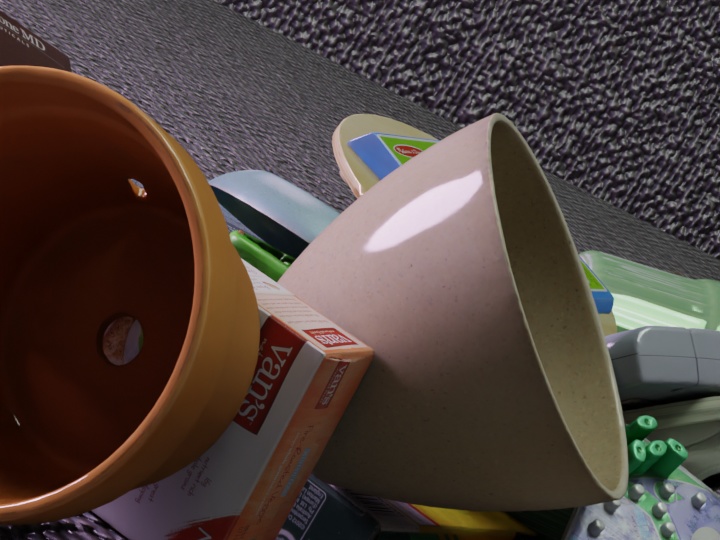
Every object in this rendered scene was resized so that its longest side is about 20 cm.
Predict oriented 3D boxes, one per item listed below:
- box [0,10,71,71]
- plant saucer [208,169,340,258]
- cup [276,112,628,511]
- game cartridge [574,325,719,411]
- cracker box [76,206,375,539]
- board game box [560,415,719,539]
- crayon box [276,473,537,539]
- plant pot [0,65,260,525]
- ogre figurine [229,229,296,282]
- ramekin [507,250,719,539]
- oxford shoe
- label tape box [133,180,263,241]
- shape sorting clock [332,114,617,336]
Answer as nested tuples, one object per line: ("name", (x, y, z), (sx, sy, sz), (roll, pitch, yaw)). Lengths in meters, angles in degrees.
("box", (-0.207, -0.063, 1.699), (0.100, 0.075, 0.200), (33, 24, -38))
("plant saucer", (0.000, 0.000, 1.698), (0.200, 0.027, 0.200), (36, -5, 4))
("cup", (0.034, 0.037, 1.498), (0.200, 0.143, 0.201), (-17, 90, -77))
("game cartridge", (0.163, 0.066, 1.670), (0.200, 0.133, 0.042), (12, 62, -55))
("cracker box", (-0.108, 0.044, 1.450), (0.200, 0.134, 0.058), (33, 14, 23))
("board game box", (0.185, 0.191, 1.513), (0.200, 0.026, 0.200), (38, 42, -7))
("crayon box", (0.000, 0.126, 1.615), (0.127, 0.051, 0.200), (35, 11, 27))
("plant pot", (-0.132, 0.021, 1.344), (0.200, 0.200, 0.140), (34, 3, 24))
("ogre figurine", (-0.094, 0.033, 1.607), (0.098, 0.120, 0.200), (37, 12, 28))
("ramekin", (0.151, 0.085, 1.880), (0.098, 0.200, 0.200), (21, 10, -7))
("oxford shoe", (0.149, 0.107, 1.638), (0.200, 0.058, 0.075), (-11, -9, 27))
("label tape box", (-0.121, -0.016, 1.782), (0.143, 0.066, 0.200), (26, 13, -31))
("shape sorting clock", (0.064, -0.019, 1.699), (0.200, 0.039, 0.200), (36, 22, -17))
